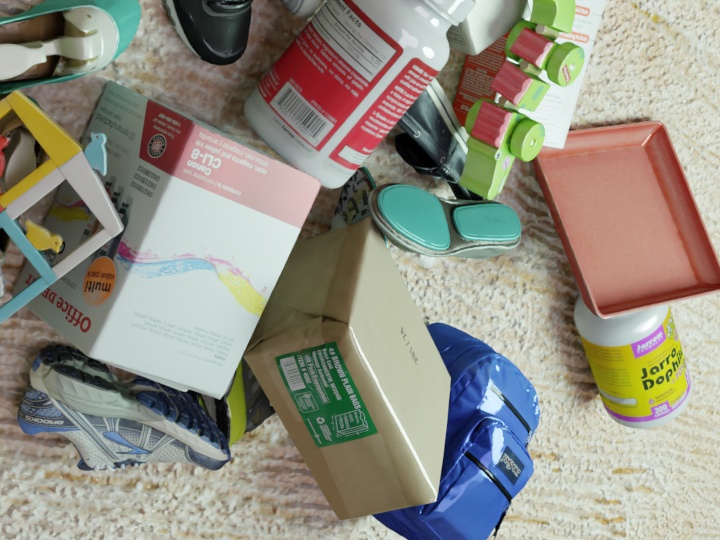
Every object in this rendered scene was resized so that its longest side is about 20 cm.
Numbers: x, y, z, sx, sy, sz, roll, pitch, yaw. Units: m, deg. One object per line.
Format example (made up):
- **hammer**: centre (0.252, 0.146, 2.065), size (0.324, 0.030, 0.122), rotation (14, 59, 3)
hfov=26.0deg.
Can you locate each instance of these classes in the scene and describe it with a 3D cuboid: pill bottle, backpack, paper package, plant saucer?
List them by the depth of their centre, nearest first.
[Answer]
- **pill bottle**: centre (0.002, -0.177, 1.321), size (0.200, 0.112, 0.112), rotation (-49, 134, 13)
- **paper package**: centre (-0.004, 0.087, 1.379), size (0.103, 0.191, 0.201), rotation (-17, 118, 17)
- **backpack**: centre (0.091, 0.169, 1.549), size (0.200, 0.167, 0.163), rotation (-53, 139, -13)
- **plant saucer**: centre (0.273, -0.052, 1.622), size (0.199, 0.037, 0.201), rotation (-10, 75, -35)
- **pill bottle**: centre (0.295, 0.072, 1.712), size (0.104, 0.104, 0.201), rotation (-40, 129, -19)

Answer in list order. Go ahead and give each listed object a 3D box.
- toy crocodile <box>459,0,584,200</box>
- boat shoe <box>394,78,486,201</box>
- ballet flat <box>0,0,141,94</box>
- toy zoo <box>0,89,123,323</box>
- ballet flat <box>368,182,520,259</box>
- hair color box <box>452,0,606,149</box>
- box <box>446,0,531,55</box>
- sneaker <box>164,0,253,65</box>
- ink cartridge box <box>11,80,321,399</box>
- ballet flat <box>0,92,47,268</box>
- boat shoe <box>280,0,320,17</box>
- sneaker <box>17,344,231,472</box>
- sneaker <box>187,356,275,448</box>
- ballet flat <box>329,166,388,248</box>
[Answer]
- **toy crocodile**: centre (0.140, -0.160, 1.398), size (0.062, 0.067, 0.201), rotation (5, 115, -55)
- **boat shoe**: centre (0.066, -0.118, 1.460), size (0.062, 0.075, 0.200), rotation (-39, 137, -3)
- **ballet flat**: centre (-0.242, -0.167, 1.188), size (0.199, 0.070, 0.068), rotation (-21, 120, -32)
- **toy zoo**: centre (-0.271, -0.042, 1.170), size (0.200, 0.020, 0.131), rotation (-38, 98, 2)
- **ballet flat**: centre (0.067, -0.036, 1.439), size (0.199, 0.064, 0.068), rotation (5, 65, -44)
- **hair color box**: centre (0.167, -0.226, 1.503), size (0.110, 0.064, 0.201), rotation (5, 107, -39)
- **box**: centre (0.075, -0.300, 1.374), size (0.078, 0.095, 0.201), rotation (-37, 130, -22)
- **sneaker**: centre (-0.109, -0.255, 1.246), size (0.075, 0.087, 0.201), rotation (-20, 121, -32)
- **ink cartridge box**: centre (-0.159, -0.024, 1.268), size (0.144, 0.145, 0.201), rotation (22, 94, -43)
- **ballet flat**: centre (-0.293, -0.040, 1.207), size (0.068, 0.063, 0.201), rotation (14, 100, -42)
- **boat shoe**: centre (-0.060, -0.309, 1.285), size (0.071, 0.070, 0.202), rotation (-2, 113, -18)
- **sneaker**: centre (-0.206, 0.135, 1.348), size (0.199, 0.077, 0.085), rotation (27, 106, -25)
- **sneaker**: centre (-0.111, 0.062, 1.408), size (0.081, 0.074, 0.201), rotation (-22, 128, -42)
- **ballet flat**: centre (0.000, 0.000, 1.466), size (0.072, 0.072, 0.201), rotation (-31, 125, -25)
